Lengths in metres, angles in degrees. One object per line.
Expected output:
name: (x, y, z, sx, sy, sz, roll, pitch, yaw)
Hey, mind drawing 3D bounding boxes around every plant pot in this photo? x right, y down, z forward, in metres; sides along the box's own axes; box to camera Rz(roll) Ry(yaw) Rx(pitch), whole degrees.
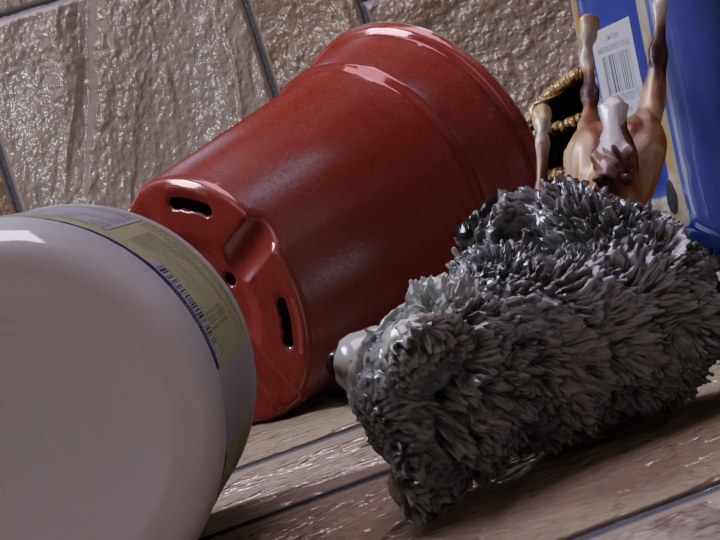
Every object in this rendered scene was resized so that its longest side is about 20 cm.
plant pot: (0.206, -0.105, 0.918, 0.179, 0.201, 0.200, -12, 2, -6)
plant pot: (-0.025, -0.020, 1.132, 0.200, 0.201, 0.195, -15, 12, 47)

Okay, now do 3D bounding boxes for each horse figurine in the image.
horse figurine: (0.095, -0.034, 0.836, 0.050, 0.133, 0.200, 11, -33, -9)

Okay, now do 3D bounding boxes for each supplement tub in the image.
supplement tub: (-0.115, 0.049, 0.733, 0.144, 0.146, 0.200, -18, 3, 2)

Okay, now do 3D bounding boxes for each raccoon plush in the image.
raccoon plush: (0.088, 0.020, 0.663, 0.199, 0.097, 0.134, -17, 11, 21)

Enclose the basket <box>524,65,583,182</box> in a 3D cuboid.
basket: (0.247, -0.135, 1.830, 0.199, 0.143, 0.149, -16, 3, 31)
